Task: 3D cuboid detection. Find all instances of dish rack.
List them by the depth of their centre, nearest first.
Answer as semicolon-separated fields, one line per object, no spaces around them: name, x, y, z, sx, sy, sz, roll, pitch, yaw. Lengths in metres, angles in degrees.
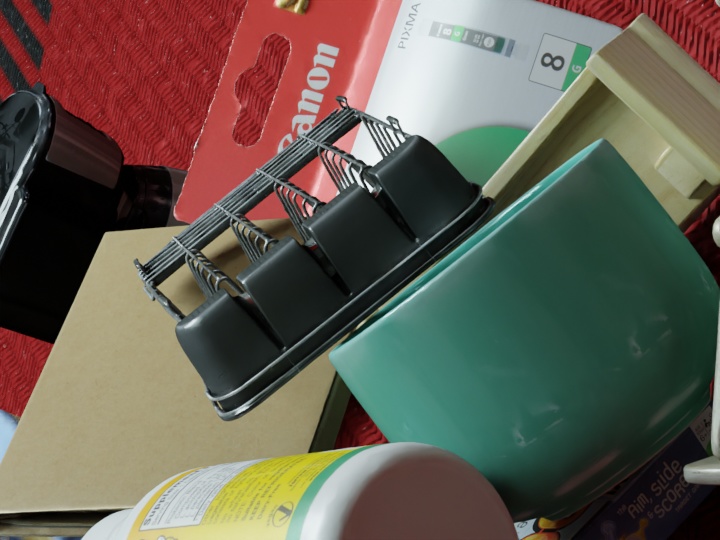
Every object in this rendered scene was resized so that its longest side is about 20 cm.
dish rack;-0.032;-0.014;1.236;0.153;0.055;0.200;-38;15;-4

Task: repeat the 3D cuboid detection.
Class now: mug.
mug;0.080;0.034;1.137;0.152;0.114;0.185;-39;0;5

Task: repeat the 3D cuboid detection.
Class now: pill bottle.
pill bottle;-0.036;0.134;1.106;0.200;0.113;0.113;-11;61;49

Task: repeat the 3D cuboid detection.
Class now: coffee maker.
coffee maker;-0.146;0.015;1.559;0.135;0.200;0.193;-19;54;56

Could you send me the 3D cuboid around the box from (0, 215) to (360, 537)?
box;-0.079;0.048;1.278;0.163;0.021;0.200;-4;42;22

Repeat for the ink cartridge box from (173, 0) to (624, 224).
ink cartridge box;0.019;-0.073;1.353;0.050;0.200;0.161;59;-130;-81

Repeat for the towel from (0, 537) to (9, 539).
towel;-0.223;0.234;1.293;0.191;0.032;0.200;-52;31;29

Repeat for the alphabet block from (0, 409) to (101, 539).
alphabet block;-0.117;0.207;1.371;0.196;0.200;0.196;-66;27;4

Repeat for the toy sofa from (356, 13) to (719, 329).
toy sofa;0.096;-0.020;1.238;0.200;0.083;0.098;-50;-7;31

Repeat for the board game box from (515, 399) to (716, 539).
board game box;0.062;0.131;1.183;0.200;0.034;0.135;-43;20;-23

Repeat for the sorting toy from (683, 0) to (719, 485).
sorting toy;0.228;-0.010;1.033;0.180;0.107;0.201;0;85;47
